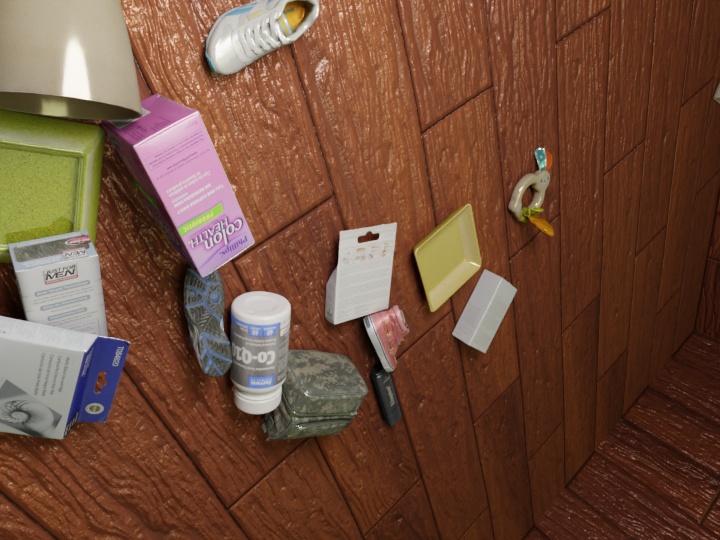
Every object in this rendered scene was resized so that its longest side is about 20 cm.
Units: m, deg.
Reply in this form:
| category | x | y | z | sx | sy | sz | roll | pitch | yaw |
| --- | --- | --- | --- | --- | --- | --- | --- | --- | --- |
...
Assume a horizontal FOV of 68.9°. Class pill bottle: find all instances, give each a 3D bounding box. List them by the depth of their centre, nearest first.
| category | x | y | z | sx | sy | sz | roll | pitch | yaw |
| --- | --- | --- | --- | --- | --- | --- | --- | --- | --- |
| pill bottle | -0.191 | 0.156 | 0.992 | 0.111 | 0.113 | 0.208 | -10 | 116 | -36 |

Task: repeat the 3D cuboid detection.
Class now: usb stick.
| category | x | y | z | sx | sy | sz | roll | pitch | yaw |
| --- | --- | --- | --- | --- | --- | --- | --- | --- | --- |
| usb stick | 0.068 | 0.323 | 1.352 | 0.055 | 0.032 | 0.205 | -33 | 128 | -23 |

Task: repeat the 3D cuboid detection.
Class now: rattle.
| category | x | y | z | sx | sy | sz | roll | pitch | yaw |
| --- | --- | --- | --- | --- | --- | --- | --- | --- | --- |
| rattle | 0.495 | -0.217 | 1.403 | 0.129 | 0.143 | 0.203 | 36 | 92 | -25 |

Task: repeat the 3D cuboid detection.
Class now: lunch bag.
| category | x | y | z | sx | sy | sz | roll | pitch | yaw |
| --- | --- | --- | --- | --- | --- | --- | --- | --- | --- |
| lunch bag | -0.100 | 0.279 | 1.122 | 0.195 | 0.140 | 0.171 | 9 | 121 | -42 |

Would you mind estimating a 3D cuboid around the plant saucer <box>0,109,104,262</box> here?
| category | x | y | z | sx | sy | sz | roll | pitch | yaw |
| --- | --- | --- | --- | --- | --- | --- | --- | --- | --- |
| plant saucer | -0.446 | -0.100 | 0.695 | 0.195 | 0.047 | 0.208 | 0 | 109 | -41 |

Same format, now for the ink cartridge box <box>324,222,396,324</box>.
| category | x | y | z | sx | sy | sz | roll | pitch | yaw |
| --- | --- | --- | --- | --- | --- | --- | --- | --- | --- |
| ink cartridge box | 0.000 | 0.000 | 1.135 | 0.157 | 0.049 | 0.208 | -12 | 114 | -37 |

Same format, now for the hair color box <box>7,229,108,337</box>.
| category | x | y | z | sx | sy | sz | roll | pitch | yaw |
| --- | --- | --- | --- | --- | --- | --- | --- | --- | --- |
| hair color box | -0.420 | 0.051 | 0.742 | 0.096 | 0.061 | 0.205 | -16 | 137 | -35 |

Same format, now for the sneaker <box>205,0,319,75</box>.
| category | x | y | z | sx | sy | sz | roll | pitch | yaw |
| --- | --- | --- | --- | --- | --- | --- | --- | --- | --- |
| sneaker | -0.151 | -0.370 | 0.802 | 0.199 | 0.080 | 0.078 | -43 | 133 | -15 |

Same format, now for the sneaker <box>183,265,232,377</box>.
| category | x | y | z | sx | sy | sz | roll | pitch | yaw |
| --- | --- | --- | --- | --- | --- | --- | --- | --- | --- |
| sneaker | -0.276 | 0.080 | 0.916 | 0.073 | 0.076 | 0.209 | -8 | 98 | -34 |

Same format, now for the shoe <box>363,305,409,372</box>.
| category | x | y | z | sx | sy | sz | roll | pitch | yaw |
| --- | --- | --- | --- | --- | --- | --- | --- | --- | --- |
| shoe | 0.076 | 0.162 | 1.225 | 0.088 | 0.073 | 0.203 | -21 | 136 | 3 |

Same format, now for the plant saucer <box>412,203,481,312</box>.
| category | x | y | z | sx | sy | sz | roll | pitch | yaw |
| --- | --- | --- | --- | --- | --- | --- | --- | --- | --- |
| plant saucer | 0.207 | -0.036 | 1.294 | 0.198 | 0.048 | 0.204 | -39 | 131 | -21 |

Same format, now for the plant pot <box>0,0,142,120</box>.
| category | x | y | z | sx | sy | sz | roll | pitch | yaw |
| --- | --- | --- | --- | --- | --- | --- | --- | --- | --- |
| plant pot | -0.352 | -0.295 | 0.611 | 0.182 | 0.184 | 0.209 | -4 | 100 | -39 |

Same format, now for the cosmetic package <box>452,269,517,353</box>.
| category | x | y | z | sx | sy | sz | roll | pitch | yaw |
| --- | --- | --- | --- | --- | --- | --- | --- | --- | --- |
| cosmetic package | 0.348 | 0.115 | 1.472 | 0.100 | 0.071 | 0.205 | 26 | 92 | -44 |

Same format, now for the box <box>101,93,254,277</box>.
| category | x | y | z | sx | sy | sz | roll | pitch | yaw |
| --- | --- | --- | --- | --- | --- | --- | --- | --- | --- |
| box | -0.261 | -0.126 | 0.755 | 0.095 | 0.174 | 0.205 | -35 | 130 | -21 |

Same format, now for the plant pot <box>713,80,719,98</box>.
| category | x | y | z | sx | sy | sz | roll | pitch | yaw |
| --- | --- | --- | --- | --- | --- | --- | --- | --- | --- |
| plant pot | 1.504 | -0.734 | 2.007 | 0.195 | 0.197 | 0.185 | 1 | 100 | -40 |

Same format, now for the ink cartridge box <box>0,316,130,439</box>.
| category | x | y | z | sx | sy | sz | roll | pitch | yaw |
| --- | --- | --- | --- | --- | --- | --- | --- | --- | --- |
| ink cartridge box | -0.445 | 0.159 | 0.737 | 0.194 | 0.041 | 0.203 | 14 | 124 | -26 |
